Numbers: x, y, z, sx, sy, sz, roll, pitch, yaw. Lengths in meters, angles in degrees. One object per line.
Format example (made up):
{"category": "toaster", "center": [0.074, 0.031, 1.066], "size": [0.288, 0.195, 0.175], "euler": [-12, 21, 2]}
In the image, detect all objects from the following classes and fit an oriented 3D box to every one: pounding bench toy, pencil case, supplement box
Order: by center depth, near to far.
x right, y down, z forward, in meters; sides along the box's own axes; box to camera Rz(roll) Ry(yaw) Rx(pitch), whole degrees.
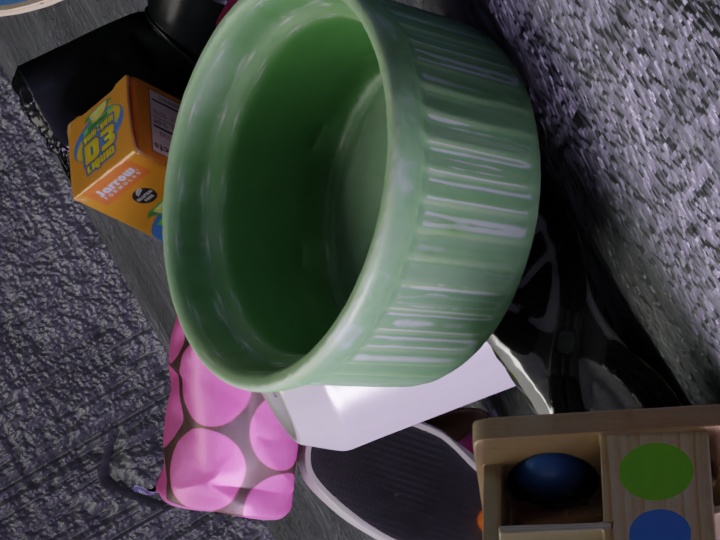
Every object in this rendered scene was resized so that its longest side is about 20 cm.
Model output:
{"category": "pounding bench toy", "center": [0.155, 0.146, 1.336], "size": [0.124, 0.199, 0.156], "euler": [79, -170, -47]}
{"category": "pencil case", "center": [-0.074, 0.039, 1.679], "size": [0.094, 0.090, 0.201], "euler": [-121, 37, -75]}
{"category": "supplement box", "center": [-0.085, -0.046, 1.834], "size": [0.200, 0.067, 0.069], "euler": [27, -138, -34]}

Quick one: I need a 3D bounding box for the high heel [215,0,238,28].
{"category": "high heel", "center": [-0.043, -0.133, 1.595], "size": [0.068, 0.096, 0.200], "euler": [57, 170, 10]}

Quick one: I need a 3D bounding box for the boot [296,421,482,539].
{"category": "boot", "center": [0.051, 0.138, 1.743], "size": [0.200, 0.073, 0.144], "euler": [23, 175, -5]}

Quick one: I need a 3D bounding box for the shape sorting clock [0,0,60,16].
{"category": "shape sorting clock", "center": [-0.169, -0.218, 1.450], "size": [0.200, 0.200, 0.039], "euler": [57, -177, 23]}

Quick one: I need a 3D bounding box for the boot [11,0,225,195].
{"category": "boot", "center": [-0.139, -0.147, 1.834], "size": [0.200, 0.168, 0.076], "euler": [71, 173, -45]}

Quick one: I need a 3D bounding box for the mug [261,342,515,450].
{"category": "mug", "center": [0.004, 0.008, 1.599], "size": [0.187, 0.153, 0.150], "euler": [54, 169, 36]}

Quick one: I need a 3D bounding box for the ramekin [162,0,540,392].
{"category": "ramekin", "center": [-0.003, -0.037, 1.407], "size": [0.200, 0.097, 0.201], "euler": [-17, 70, 53]}

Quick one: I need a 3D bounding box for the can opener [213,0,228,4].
{"category": "can opener", "center": [-0.068, -0.194, 1.669], "size": [0.063, 0.079, 0.200], "euler": [53, 180, -5]}

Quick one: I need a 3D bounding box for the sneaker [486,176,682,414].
{"category": "sneaker", "center": [0.092, 0.031, 1.463], "size": [0.200, 0.074, 0.081], "euler": [62, 175, 8]}

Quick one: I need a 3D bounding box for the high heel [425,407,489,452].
{"category": "high heel", "center": [0.022, 0.102, 1.810], "size": [0.067, 0.096, 0.200], "euler": [38, 178, 31]}
